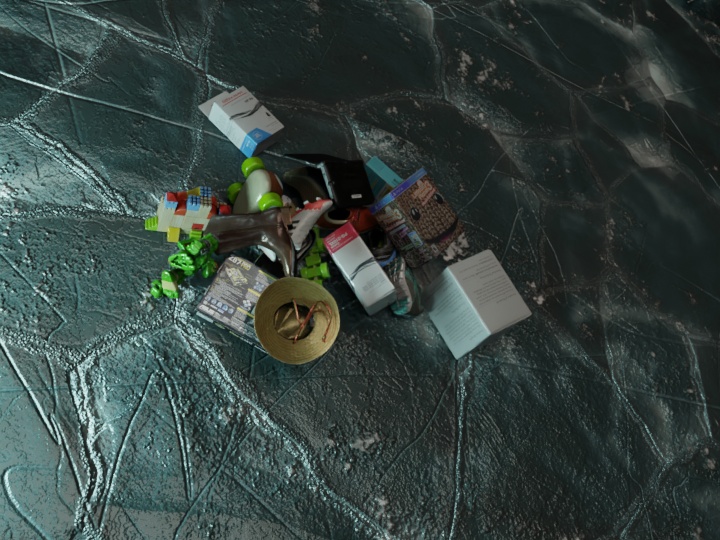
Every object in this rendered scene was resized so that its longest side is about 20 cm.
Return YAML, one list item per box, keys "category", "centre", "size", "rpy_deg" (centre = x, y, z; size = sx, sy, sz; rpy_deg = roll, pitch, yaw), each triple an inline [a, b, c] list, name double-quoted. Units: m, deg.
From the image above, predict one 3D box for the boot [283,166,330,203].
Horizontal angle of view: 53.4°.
- category: "boot"
  centre: [-0.086, -0.221, 1.851]
  size: [0.166, 0.073, 0.200]
  rpy_deg: [-10, 34, -35]

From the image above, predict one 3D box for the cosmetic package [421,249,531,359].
- category: "cosmetic package"
  centre: [0.290, 0.088, 1.839]
  size: [0.166, 0.167, 0.201]
  rpy_deg: [-21, 73, -35]

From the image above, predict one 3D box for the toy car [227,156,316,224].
- category: "toy car"
  centre: [-0.200, -0.161, 1.759]
  size: [0.199, 0.158, 0.165]
  rpy_deg: [10, 39, -41]

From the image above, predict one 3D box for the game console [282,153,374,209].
- category: "game console"
  centre: [-0.076, -0.229, 1.802]
  size: [0.200, 0.116, 0.177]
  rpy_deg: [-18, 89, -60]

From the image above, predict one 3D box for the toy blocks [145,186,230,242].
- category: "toy blocks"
  centre: [-0.381, -0.139, 1.648]
  size: [0.199, 0.137, 0.100]
  rpy_deg: [5, 59, -25]

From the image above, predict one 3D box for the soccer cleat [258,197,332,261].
- category: "soccer cleat"
  centre: [-0.144, -0.096, 1.665]
  size: [0.199, 0.069, 0.085]
  rpy_deg: [-31, 83, -10]

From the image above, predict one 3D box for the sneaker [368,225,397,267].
- category: "sneaker"
  centre: [0.070, -0.095, 1.869]
  size: [0.083, 0.070, 0.200]
  rpy_deg: [55, 43, -29]

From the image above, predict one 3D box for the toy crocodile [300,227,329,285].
- category: "toy crocodile"
  centre: [-0.114, -0.021, 1.766]
  size: [0.067, 0.062, 0.201]
  rpy_deg: [-13, 57, 6]

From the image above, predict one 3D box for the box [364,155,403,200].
- category: "box"
  centre: [0.085, -0.217, 1.972]
  size: [0.200, 0.082, 0.049]
  rpy_deg: [41, 53, 1]

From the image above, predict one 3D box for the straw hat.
- category: "straw hat"
  centre: [-0.152, 0.114, 1.570]
  size: [0.200, 0.085, 0.202]
  rpy_deg: [5, 78, -27]

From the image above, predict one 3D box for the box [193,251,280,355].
- category: "box"
  centre: [-0.250, 0.073, 1.619]
  size: [0.199, 0.049, 0.162]
  rpy_deg: [30, 71, -7]

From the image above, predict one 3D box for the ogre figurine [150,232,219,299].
- category: "ogre figurine"
  centre: [-0.370, -0.020, 1.552]
  size: [0.098, 0.201, 0.120]
  rpy_deg: [31, 36, 9]

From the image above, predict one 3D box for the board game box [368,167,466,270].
- category: "board game box"
  centre: [0.147, -0.133, 1.841]
  size: [0.200, 0.097, 0.159]
  rpy_deg: [53, 50, -5]

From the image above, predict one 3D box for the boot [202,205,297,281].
- category: "boot"
  centre: [-0.245, -0.049, 1.593]
  size: [0.199, 0.064, 0.187]
  rpy_deg: [-8, 67, -3]

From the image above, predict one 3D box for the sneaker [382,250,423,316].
- category: "sneaker"
  centre: [0.115, 0.035, 1.854]
  size: [0.091, 0.077, 0.201]
  rpy_deg: [23, 49, -40]

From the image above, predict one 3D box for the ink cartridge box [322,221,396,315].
- category: "ink cartridge box"
  centre: [0.000, 0.000, 1.745]
  size: [0.084, 0.145, 0.200]
  rpy_deg: [-33, 78, -3]

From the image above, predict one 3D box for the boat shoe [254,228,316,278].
- category: "boat shoe"
  centre: [-0.185, -0.031, 1.701]
  size: [0.201, 0.063, 0.074]
  rpy_deg: [-46, 104, -18]

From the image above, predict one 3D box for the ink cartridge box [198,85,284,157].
- category: "ink cartridge box"
  centre: [-0.315, -0.405, 1.886]
  size: [0.200, 0.068, 0.116]
  rpy_deg: [44, 51, 3]

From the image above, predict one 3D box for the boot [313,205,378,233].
- category: "boot"
  centre: [-0.023, -0.136, 1.842]
  size: [0.199, 0.107, 0.076]
  rpy_deg: [-3, 87, -27]
